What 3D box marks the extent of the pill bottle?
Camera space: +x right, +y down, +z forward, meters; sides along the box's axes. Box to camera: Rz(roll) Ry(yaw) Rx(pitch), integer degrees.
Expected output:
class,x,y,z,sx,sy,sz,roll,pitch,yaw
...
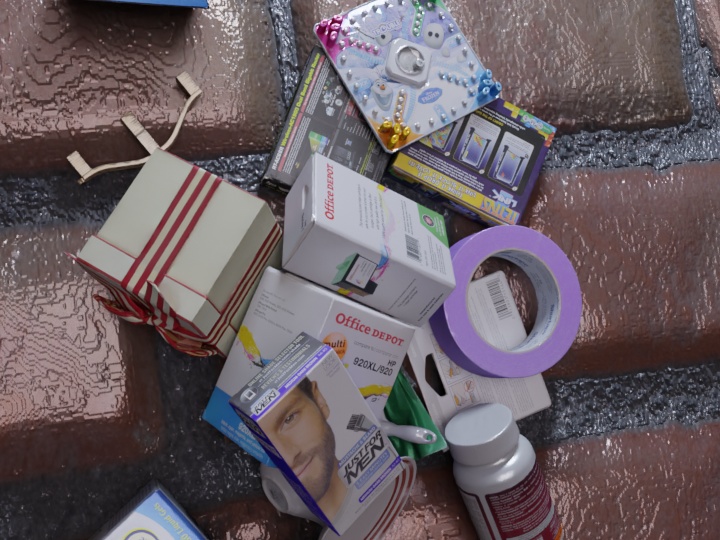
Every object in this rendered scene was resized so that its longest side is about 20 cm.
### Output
class,x,y,z,sx,sy,sz,roll,pitch,yaw
pill bottle,0.184,0.280,1.114,0.109,0.110,0.201,-28,110,-15

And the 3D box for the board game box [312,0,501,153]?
class,x,y,z,sx,sy,sz,roll,pitch,yaw
board game box,0.068,-0.284,1.156,0.199,0.026,0.201,-30,86,-22

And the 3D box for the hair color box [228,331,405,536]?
class,x,y,z,sx,sy,sz,roll,pitch,yaw
hair color box,-0.041,0.177,0.916,0.109,0.065,0.200,-43,124,-19

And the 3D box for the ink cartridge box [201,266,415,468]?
class,x,y,z,sx,sy,sz,roll,pitch,yaw
ink cartridge box,-0.060,0.122,1.020,0.147,0.144,0.201,23,88,-42

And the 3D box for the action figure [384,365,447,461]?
class,x,y,z,sx,sy,sz,roll,pitch,yaw
action figure,0.032,0.158,1.133,0.118,0.055,0.201,-27,75,21

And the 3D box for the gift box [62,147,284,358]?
class,x,y,z,sx,sy,sz,roll,pitch,yaw
gift box,-0.215,-0.015,1.010,0.184,0.200,0.187,25,76,20

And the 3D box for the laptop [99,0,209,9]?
class,x,y,z,sx,sy,sz,roll,pitch,yaw
laptop,-0.290,-0.414,1.092,0.186,0.116,0.201,0,84,-15

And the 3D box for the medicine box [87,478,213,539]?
class,x,y,z,sx,sy,sz,roll,pitch,yaw
medicine box,-0.258,0.387,1.021,0.200,0.103,0.182,-43,95,-15

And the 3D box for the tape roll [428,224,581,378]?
class,x,y,z,sx,sy,sz,roll,pitch,yaw
tape roll,0.192,0.043,1.148,0.199,0.066,0.201,2,83,-16

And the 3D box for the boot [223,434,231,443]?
class,x,y,z,sx,sy,sz,roll,pitch,yaw
boot,-0.119,0.126,1.099,0.096,0.075,0.201,11,80,-10

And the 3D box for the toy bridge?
class,x,y,z,sx,sy,sz,roll,pitch,yaw
toy bridge,-0.284,-0.174,1.113,0.200,0.027,0.067,-41,96,-14

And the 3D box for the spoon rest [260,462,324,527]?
class,x,y,z,sx,sy,sz,roll,pitch,yaw
spoon rest,-0.070,0.309,1.092,0.061,0.099,0.201,-29,107,-36

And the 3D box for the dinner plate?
class,x,y,z,sx,sy,sz,roll,pitch,yaw
dinner plate,-0.002,0.308,1.058,0.024,0.200,0.200,33,74,29

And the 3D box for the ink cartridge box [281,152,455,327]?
class,x,y,z,sx,sy,sz,roll,pitch,yaw
ink cartridge box,0.008,-0.037,1.056,0.199,0.084,0.145,24,35,-21

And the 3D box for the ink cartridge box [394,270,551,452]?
class,x,y,z,sx,sy,sz,roll,pitch,yaw
ink cartridge box,0.149,0.123,1.182,0.176,0.045,0.201,-20,89,-16

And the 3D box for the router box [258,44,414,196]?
class,x,y,z,sx,sy,sz,roll,pitch,yaw
router box,-0.033,-0.180,1.159,0.149,0.062,0.201,22,79,-12

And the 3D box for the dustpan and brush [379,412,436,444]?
class,x,y,z,sx,sy,sz,roll,pitch,yaw
dustpan and brush,0.001,0.196,1.096,0.057,0.199,0.140,23,75,-51

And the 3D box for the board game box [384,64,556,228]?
class,x,y,z,sx,sy,sz,roll,pitch,yaw
board game box,0.155,-0.168,1.209,0.199,0.057,0.166,26,80,-9
